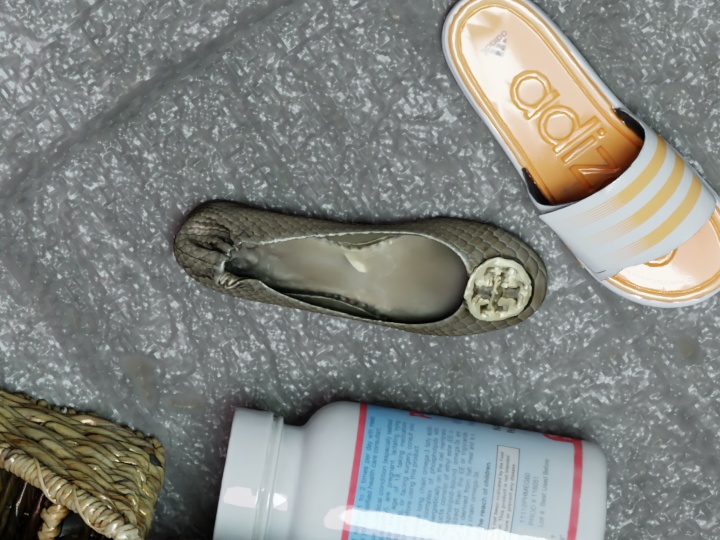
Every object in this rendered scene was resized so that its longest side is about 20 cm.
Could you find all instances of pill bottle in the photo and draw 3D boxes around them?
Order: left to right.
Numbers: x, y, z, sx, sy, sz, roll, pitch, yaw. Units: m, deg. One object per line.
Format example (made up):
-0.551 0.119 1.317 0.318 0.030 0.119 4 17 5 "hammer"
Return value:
0.025 0.129 1.517 0.199 0.109 0.109 10 107 -2 "pill bottle"

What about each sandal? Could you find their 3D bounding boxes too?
0.114 -0.054 1.486 0.079 0.059 0.207 -41 102 12 "sandal"

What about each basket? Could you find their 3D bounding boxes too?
-0.198 0.177 1.515 0.142 0.149 0.201 19 107 -4 "basket"

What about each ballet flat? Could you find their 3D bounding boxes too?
0.000 0.000 1.511 0.199 0.046 0.068 10 107 -2 "ballet flat"
